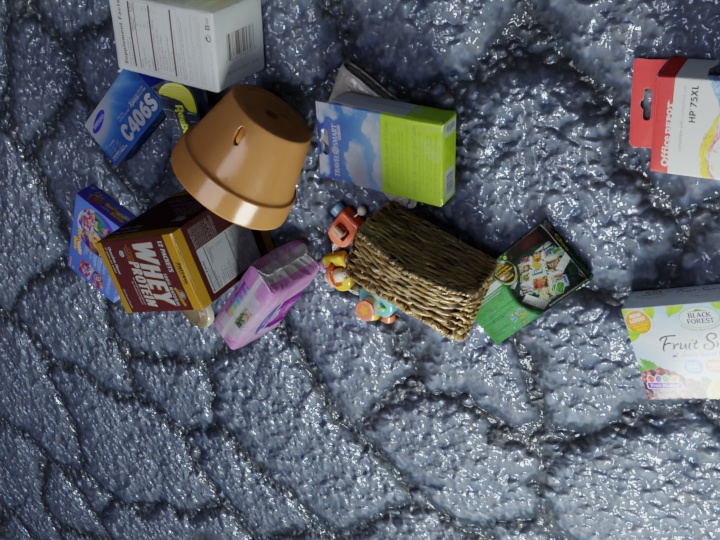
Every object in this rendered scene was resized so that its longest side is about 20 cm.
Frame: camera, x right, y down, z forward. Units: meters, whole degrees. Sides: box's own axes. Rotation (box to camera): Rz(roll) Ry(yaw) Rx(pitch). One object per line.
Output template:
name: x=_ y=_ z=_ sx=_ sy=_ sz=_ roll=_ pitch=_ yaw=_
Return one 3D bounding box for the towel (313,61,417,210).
towel: x=0.026 y=-0.188 z=1.245 sx=0.199 sy=0.034 sz=0.133 roll=40 pitch=133 yaw=9

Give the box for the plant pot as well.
plant pot: x=-0.164 y=-0.180 z=1.294 sx=0.199 sy=0.200 sz=0.141 roll=40 pitch=117 yaw=7

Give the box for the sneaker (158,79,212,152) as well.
sneaker: x=-0.272 y=-0.247 z=1.405 sx=0.072 sy=0.083 sz=0.201 roll=5 pitch=144 yaw=1

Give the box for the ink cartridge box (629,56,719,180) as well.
ink cartridge box: x=0.392 y=-0.168 z=0.967 sx=0.197 sy=0.067 sz=0.118 roll=12 pitch=125 yaw=30

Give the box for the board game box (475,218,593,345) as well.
board game box: x=0.228 y=0.020 z=1.239 sx=0.105 sy=0.023 sz=0.200 roll=48 pitch=134 yaw=0

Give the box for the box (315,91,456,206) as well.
box: x=0.034 y=-0.170 z=1.194 sx=0.197 sy=0.048 sz=0.124 roll=17 pitch=127 yaw=27

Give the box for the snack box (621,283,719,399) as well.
snack box: x=0.449 y=0.091 z=1.102 sx=0.198 sy=0.053 sz=0.144 roll=-8 pitch=111 yaw=39

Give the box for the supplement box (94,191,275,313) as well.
supplement box: x=-0.290 y=-0.039 z=1.455 sx=0.195 sy=0.200 sz=0.135 roll=-4 pitch=115 yaw=37

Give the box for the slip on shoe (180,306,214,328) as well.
slip on shoe: x=-0.360 y=0.035 z=1.649 sx=0.076 sy=0.061 sz=0.201 roll=-32 pitch=97 yaw=43

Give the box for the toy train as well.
toy train: x=0.000 y=0.000 z=1.369 sx=0.200 sy=0.056 sz=0.150 roll=48 pitch=134 yaw=1

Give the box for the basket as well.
basket: x=0.072 y=0.027 z=1.233 sx=0.198 sy=0.143 sz=0.150 roll=30 pitch=126 yaw=12

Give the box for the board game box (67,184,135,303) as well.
board game box: x=-0.507 y=-0.050 z=1.712 sx=0.134 sy=0.045 sz=0.201 roll=36 pitch=133 yaw=12

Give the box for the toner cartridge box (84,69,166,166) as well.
toner cartridge box: x=-0.395 y=-0.272 z=1.491 sx=0.096 sy=0.043 sz=0.199 roll=52 pitch=134 yaw=-2

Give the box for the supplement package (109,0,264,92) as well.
supplement package: x=-0.256 y=-0.354 z=1.286 sx=0.197 sy=0.117 sz=0.119 roll=19 pitch=128 yaw=26

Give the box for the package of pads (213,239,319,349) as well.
package of pads: x=-0.158 y=0.041 z=1.458 sx=0.076 sy=0.120 sz=0.200 roll=52 pitch=138 yaw=11
